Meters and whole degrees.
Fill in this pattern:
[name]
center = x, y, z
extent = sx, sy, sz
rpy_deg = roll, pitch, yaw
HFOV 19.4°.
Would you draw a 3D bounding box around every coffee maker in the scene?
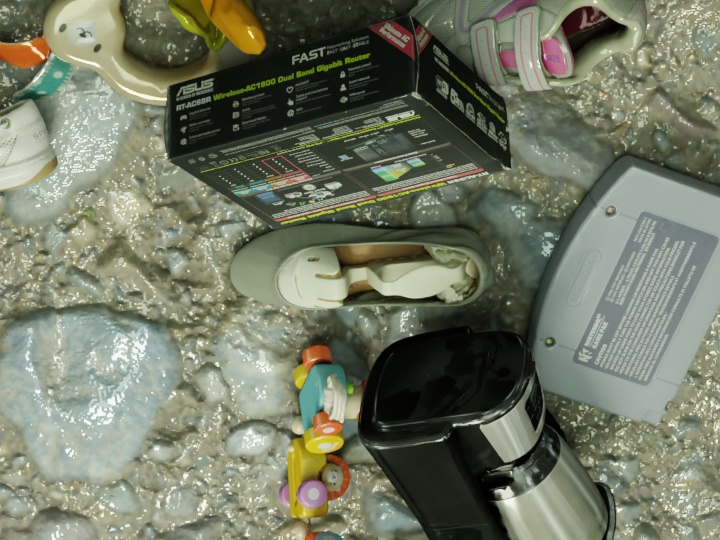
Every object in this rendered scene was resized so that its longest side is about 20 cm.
[coffee maker]
center = 0.076, 0.157, 1.608
extent = 0.192, 0.135, 0.200
rpy_deg = -27, 124, 6

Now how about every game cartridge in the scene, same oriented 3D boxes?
[game cartridge]
center = 0.210, 0.014, 1.623
extent = 0.133, 0.041, 0.200
rpy_deg = 18, 112, -14

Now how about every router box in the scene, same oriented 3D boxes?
[router box]
center = -0.015, -0.100, 1.474
extent = 0.200, 0.062, 0.150
rpy_deg = -13, 155, 25

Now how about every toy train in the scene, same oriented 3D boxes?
[toy train]
center = -0.016, 0.160, 1.621
extent = 0.056, 0.150, 0.200
rpy_deg = 0, 110, -18

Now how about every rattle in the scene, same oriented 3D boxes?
[rattle]
center = -0.169, -0.151, 1.480
extent = 0.200, 0.143, 0.130
rpy_deg = -10, 132, -4

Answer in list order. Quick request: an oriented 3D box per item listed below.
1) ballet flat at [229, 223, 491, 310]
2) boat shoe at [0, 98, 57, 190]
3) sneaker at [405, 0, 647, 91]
[ballet flat]
center = 0.000, 0.000, 1.591
extent = 0.200, 0.064, 0.067
rpy_deg = -4, 114, -1
[boat shoe]
center = -0.326, -0.085, 1.540
extent = 0.200, 0.071, 0.069
rpy_deg = -13, 108, -2
[sneaker]
center = 0.115, -0.169, 1.499
extent = 0.200, 0.088, 0.081
rpy_deg = -22, 127, 7
